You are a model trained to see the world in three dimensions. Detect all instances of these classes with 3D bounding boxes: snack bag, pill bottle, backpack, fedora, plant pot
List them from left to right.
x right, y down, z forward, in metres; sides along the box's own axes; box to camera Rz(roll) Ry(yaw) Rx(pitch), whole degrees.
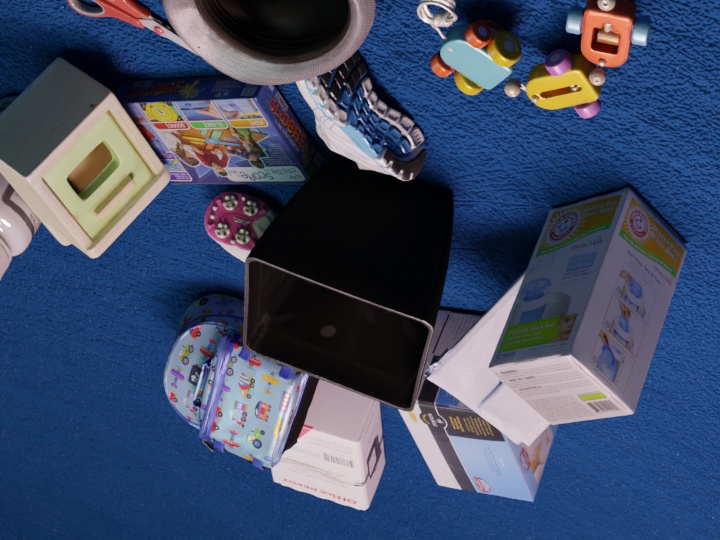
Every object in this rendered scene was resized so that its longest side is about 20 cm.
[{"bbox_3d":[-0.406,-0.088,1.802,0.112,0.201,0.113,18,150,11],"label":"pill bottle"},{"bbox_3d":[-0.159,0.133,2.004,0.199,0.135,0.184,26,111,10],"label":"backpack"},{"bbox_3d":[-0.071,-0.259,1.404,0.176,0.091,0.199,36,142,-23],"label":"fedora"},{"bbox_3d":[0.000,0.000,1.679,0.198,0.178,0.200,19,149,6],"label":"plant pot"},{"bbox_3d":[0.184,0.084,1.680,0.200,0.189,0.021,38,-170,-44],"label":"snack bag"}]

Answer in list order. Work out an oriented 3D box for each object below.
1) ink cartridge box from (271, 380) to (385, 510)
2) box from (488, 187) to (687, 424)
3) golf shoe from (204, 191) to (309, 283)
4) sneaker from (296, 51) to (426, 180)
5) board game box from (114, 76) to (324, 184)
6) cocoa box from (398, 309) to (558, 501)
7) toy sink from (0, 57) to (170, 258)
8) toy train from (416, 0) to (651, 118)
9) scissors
[{"bbox_3d":[-0.049,0.229,2.168,0.143,0.085,0.201,16,148,14],"label":"ink cartridge box"},{"bbox_3d":[0.223,0.035,1.553,0.101,0.201,0.112,41,148,-26],"label":"box"},{"bbox_3d":[-0.083,-0.026,1.819,0.199,0.076,0.092,26,165,0],"label":"golf shoe"},{"bbox_3d":[-0.023,-0.156,1.558,0.086,0.075,0.200,2,144,43],"label":"sneaker"},{"bbox_3d":[-0.152,-0.146,1.695,0.198,0.035,0.136,3,144,34],"label":"board game box"},{"bbox_3d":[0.142,0.159,1.873,0.130,0.134,0.201,6,146,27],"label":"cocoa box"},{"bbox_3d":[-0.295,-0.104,1.725,0.112,0.130,0.200,33,163,36],"label":"toy sink"},{"bbox_3d":[0.153,-0.205,1.375,0.198,0.056,0.151,10,146,16],"label":"toy train"},{"bbox_3d":[-0.210,-0.250,1.592,0.199,0.014,0.073,25,148,2],"label":"scissors"}]
